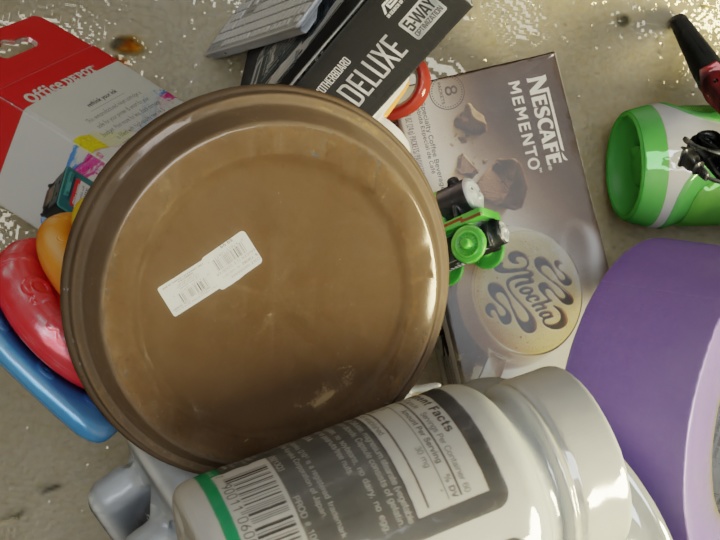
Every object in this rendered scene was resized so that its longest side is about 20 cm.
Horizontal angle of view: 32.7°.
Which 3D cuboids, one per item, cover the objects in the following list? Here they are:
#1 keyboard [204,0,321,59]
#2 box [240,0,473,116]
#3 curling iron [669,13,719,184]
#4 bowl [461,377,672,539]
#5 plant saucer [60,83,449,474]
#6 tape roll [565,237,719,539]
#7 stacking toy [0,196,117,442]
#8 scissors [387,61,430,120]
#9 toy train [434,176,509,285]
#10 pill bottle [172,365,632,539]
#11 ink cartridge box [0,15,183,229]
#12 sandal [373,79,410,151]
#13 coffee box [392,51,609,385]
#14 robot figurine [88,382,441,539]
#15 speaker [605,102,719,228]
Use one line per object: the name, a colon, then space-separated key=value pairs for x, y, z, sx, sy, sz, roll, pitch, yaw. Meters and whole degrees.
keyboard: x=-0.052 y=-0.158 z=0.734 sx=0.011 sy=0.200 sz=0.057 roll=32 pitch=83 yaw=-21
box: x=-0.006 y=-0.153 z=0.712 sx=0.050 sy=0.201 sz=0.158 roll=33 pitch=122 yaw=-21
curling iron: x=0.220 y=-0.119 z=0.787 sx=0.049 sy=0.201 sz=0.026 roll=3 pitch=130 yaw=3
bowl: x=0.082 y=0.171 z=0.715 sx=0.090 sy=0.201 sz=0.202 roll=-28 pitch=90 yaw=-32
plant saucer: x=-0.045 y=0.012 z=0.599 sx=0.198 sy=0.029 sz=0.202 roll=-5 pitch=106 yaw=-17
tape roll: x=0.208 y=0.084 z=0.751 sx=0.199 sy=0.084 sz=0.202 roll=-13 pitch=107 yaw=-46
stacking toy: x=-0.102 y=-0.020 z=0.631 sx=0.110 sy=0.116 sz=0.200 roll=44 pitch=105 yaw=-1
scissors: x=-0.029 y=-0.083 z=0.788 sx=0.200 sy=0.014 sz=0.074 roll=-42 pitch=60 yaw=26
toy train: x=0.000 y=0.000 z=0.759 sx=0.199 sy=0.042 sz=0.057 roll=-24 pitch=72 yaw=25
pill bottle: x=0.020 y=0.122 z=0.581 sx=0.198 sy=0.113 sz=0.114 roll=-17 pitch=88 yaw=-17
ink cartridge box: x=-0.151 y=-0.067 z=0.740 sx=0.199 sy=0.116 sz=0.068 roll=32 pitch=118 yaw=4
sandal: x=-0.020 y=-0.022 z=0.713 sx=0.059 sy=0.079 sz=0.208 roll=35 pitch=76 yaw=-14
coffee box: x=0.090 y=-0.027 z=0.801 sx=0.112 sy=0.080 sz=0.202 roll=-13 pitch=87 yaw=-6
robot figurine: x=-0.052 y=0.102 z=0.695 sx=0.199 sy=0.113 sz=0.170 roll=-34 pitch=58 yaw=-15
speaker: x=0.272 y=-0.071 z=0.827 sx=0.198 sy=0.088 sz=0.090 roll=-1 pitch=86 yaw=-8
